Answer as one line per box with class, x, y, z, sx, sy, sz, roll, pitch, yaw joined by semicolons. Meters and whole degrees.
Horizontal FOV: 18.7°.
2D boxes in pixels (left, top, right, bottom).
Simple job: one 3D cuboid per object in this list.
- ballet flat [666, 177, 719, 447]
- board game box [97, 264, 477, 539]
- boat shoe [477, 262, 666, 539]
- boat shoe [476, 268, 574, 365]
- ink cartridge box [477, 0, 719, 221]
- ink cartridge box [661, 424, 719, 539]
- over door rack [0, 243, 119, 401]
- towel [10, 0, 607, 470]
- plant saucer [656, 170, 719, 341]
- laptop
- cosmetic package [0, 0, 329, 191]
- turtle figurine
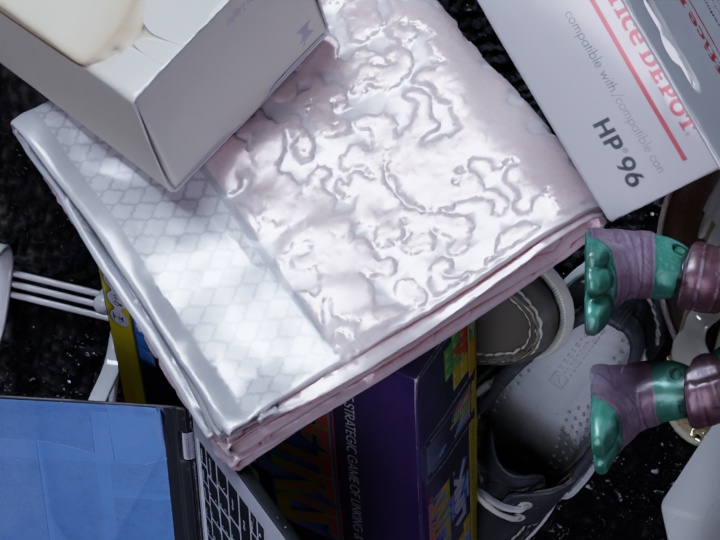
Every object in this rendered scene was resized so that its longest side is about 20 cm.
ballet flat;0.165;-0.001;0.903;0.069;0.070;0.201;17;134;9
board game box;-0.030;0.064;0.996;0.164;0.057;0.201;23;144;22
boat shoe;0.076;0.080;1.037;0.075;0.060;0.201;29;119;3
boat shoe;0.000;0.003;1.000;0.200;0.060;0.073;19;116;26
ink cartridge box;0.107;-0.101;0.865;0.067;0.200;0.117;-27;104;26
ink cartridge box;0.245;0.104;0.938;0.198;0.068;0.117;9;134;-17
over door rack;-0.195;0.083;1.120;0.146;0.067;0.202;13;117;12
towel;-0.026;-0.043;0.920;0.190;0.032;0.200;-32;61;-8
plant saucer;0.231;-0.005;0.968;0.198;0.032;0.202;6;116;13
laptop;-0.100;0.161;0.924;0.115;0.200;0.189;-18;127;-21
cosmetic package;-0.122;-0.135;0.929;0.199;0.104;0.073;35;162;26
turtle figurine;0.185;0.026;0.825;0.198;0.101;0.151;-3;101;9
